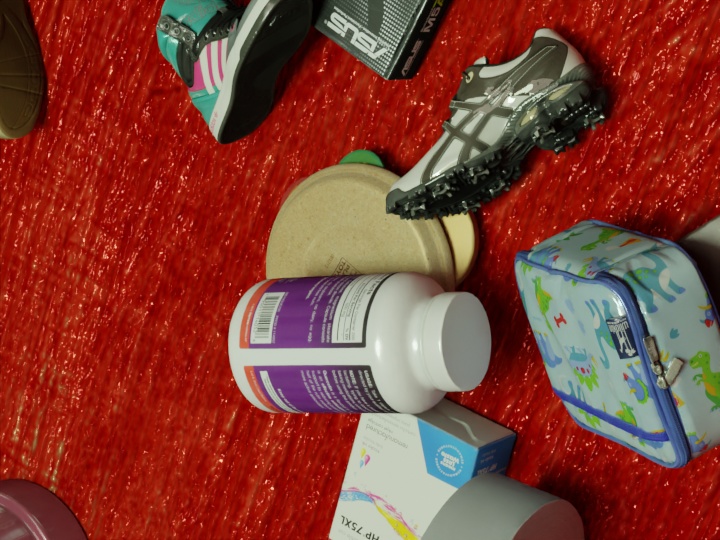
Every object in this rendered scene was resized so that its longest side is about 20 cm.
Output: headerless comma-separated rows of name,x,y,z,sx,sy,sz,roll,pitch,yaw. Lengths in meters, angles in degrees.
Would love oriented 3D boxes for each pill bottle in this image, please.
pill bottle,0.000,0.059,1.340,0.200,0.112,0.113,-2,95,34

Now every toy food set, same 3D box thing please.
toy food set,0.000,0.000,1.429,0.198,0.049,0.200,25,110,29

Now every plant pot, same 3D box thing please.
plant pot,-0.393,0.322,1.661,0.200,0.179,0.200,6,101,32

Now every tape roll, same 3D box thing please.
tape roll,0.100,0.263,1.307,0.066,0.200,0.201,17,106,30

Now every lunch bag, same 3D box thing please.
lunch bag,0.194,0.054,1.220,0.161,0.082,0.200,68,166,-16

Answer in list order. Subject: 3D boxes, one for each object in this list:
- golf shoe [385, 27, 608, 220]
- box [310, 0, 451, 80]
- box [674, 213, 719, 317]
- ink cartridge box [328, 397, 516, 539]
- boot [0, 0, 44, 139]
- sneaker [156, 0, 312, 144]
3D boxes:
golf shoe,0.098,-0.114,1.332,0.200,0.078,0.095,-32,66,17
box,0.003,-0.290,1.387,0.200,0.047,0.193,40,115,24
box,0.326,-0.038,1.174,0.200,0.100,0.075,-36,75,31
ink cartridge box,0.044,0.210,1.417,0.116,0.067,0.200,24,110,29
boot,-0.397,-0.213,1.650,0.155,0.073,0.200,-14,87,34
sneaker,-0.113,-0.211,1.435,0.121,0.084,0.200,52,144,15
